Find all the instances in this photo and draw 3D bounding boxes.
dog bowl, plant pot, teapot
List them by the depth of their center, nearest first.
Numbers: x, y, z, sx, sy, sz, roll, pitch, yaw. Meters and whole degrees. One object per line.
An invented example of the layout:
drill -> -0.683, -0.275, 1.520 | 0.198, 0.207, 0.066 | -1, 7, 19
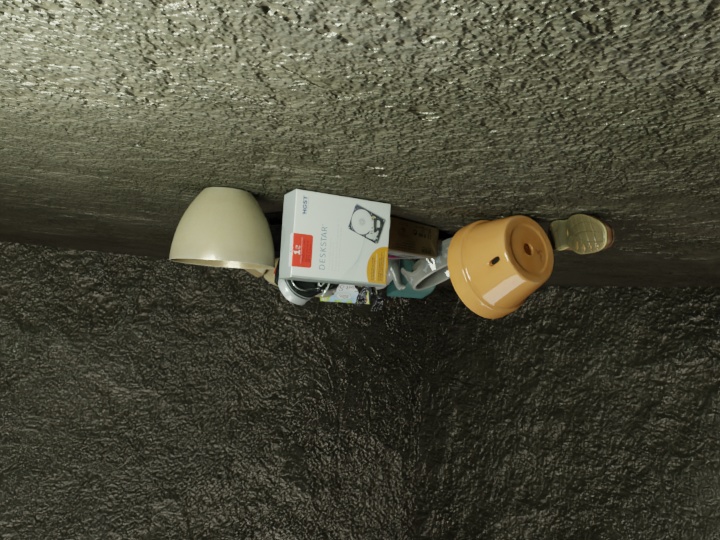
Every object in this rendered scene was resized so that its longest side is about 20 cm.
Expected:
plant pot -> -0.253, -0.080, 1.115 | 0.194, 0.139, 0.200 | 4, 175, 0
plant pot -> 0.292, -0.021, 1.192 | 0.195, 0.206, 0.139 | 6, 159, -28
dog bowl -> 0.202, -0.015, 1.529 | 0.195, 0.060, 0.201 | -23, 164, -7
teapot -> 0.036, 0.001, 1.948 | 0.191, 0.151, 0.200 | 5, 177, -11
plant pot -> 0.184, 0.006, 2.003 | 0.137, 0.146, 0.200 | 4, 169, -15

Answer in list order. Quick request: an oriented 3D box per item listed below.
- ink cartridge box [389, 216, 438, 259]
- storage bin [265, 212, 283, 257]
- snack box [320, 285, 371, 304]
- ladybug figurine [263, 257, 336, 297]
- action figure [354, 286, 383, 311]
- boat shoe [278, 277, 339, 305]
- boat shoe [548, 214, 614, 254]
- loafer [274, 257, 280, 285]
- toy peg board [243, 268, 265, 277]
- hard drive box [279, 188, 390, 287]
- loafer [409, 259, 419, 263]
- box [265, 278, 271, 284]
ink cartridge box -> 0.064, -0.072, 1.382 | 0.162, 0.078, 0.197 | -1, 174, 42
storage bin -> -0.125, -0.074, 1.403 | 0.133, 0.097, 0.197 | 0, 174, 40
snack box -> -0.052, 0.006, 1.832 | 0.163, 0.069, 0.204 | 2, 132, 10
ladybug figurine -> -0.149, 0.014, 1.496 | 0.194, 0.074, 0.136 | 15, -175, 11
action figure -> 0.000, 0.000, 1.485 | 0.116, 0.205, 0.102 | 11, 142, -30
boat shoe -> -0.088, 0.018, 1.184 | 0.068, 0.075, 0.198 | -39, 162, 24
boat shoe -> 0.431, -0.070, 1.134 | 0.065, 0.075, 0.200 | -1, -177, -8
loafer -> -0.150, 0.003, 1.323 | 0.068, 0.070, 0.200 | 13, 170, -16
toy peg board -> -0.318, -0.079, 1.525 | 0.196, 0.100, 0.200 | 32, 170, -11
hard drive box -> -0.047, -0.056, 1.114 | 0.194, 0.161, 0.076 | 5, 176, -25
loafer -> 0.067, -0.060, 1.557 | 0.194, 0.075, 0.073 | 3, 177, 13
box -> -0.164, -0.031, 1.678 | 0.194, 0.146, 0.079 | 5, 169, -20
